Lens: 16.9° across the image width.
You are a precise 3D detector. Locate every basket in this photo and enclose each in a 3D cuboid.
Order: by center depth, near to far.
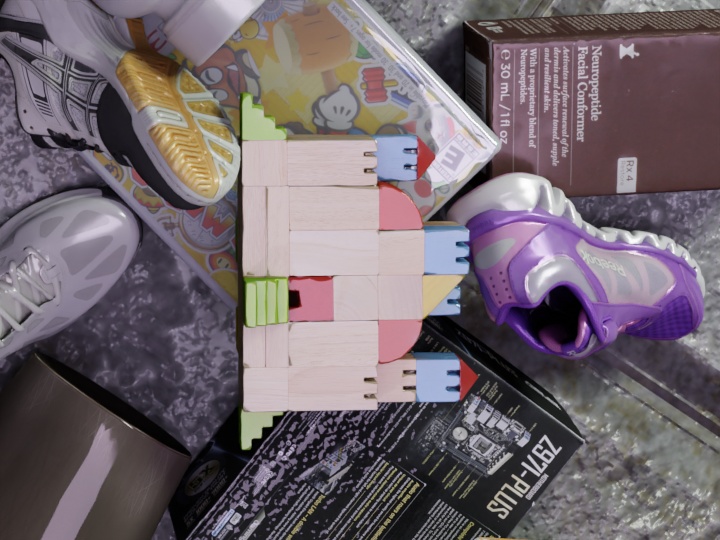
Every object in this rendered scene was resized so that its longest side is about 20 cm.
[{"bbox_3d":[-0.198,0.161,1.411,0.200,0.180,0.136,-56,139,0],"label":"basket"}]

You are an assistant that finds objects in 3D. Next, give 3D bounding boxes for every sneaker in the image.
[{"bbox_3d":[-0.141,-0.089,1.342,0.088,0.200,0.076,-50,144,18],"label":"sneaker"},{"bbox_3d":[-0.207,0.032,1.386,0.200,0.115,0.076,-33,109,0],"label":"sneaker"},{"bbox_3d":[0.132,0.017,1.429,0.080,0.089,0.200,-33,142,33],"label":"sneaker"}]

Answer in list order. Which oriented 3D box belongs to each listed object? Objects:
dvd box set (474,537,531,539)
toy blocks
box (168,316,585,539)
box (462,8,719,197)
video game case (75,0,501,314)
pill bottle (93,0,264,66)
[{"bbox_3d":[0.061,0.225,1.462,0.029,0.200,0.146,41,98,19],"label":"dvd box set"},{"bbox_3d":[0.000,0.000,1.355,0.136,0.100,0.201,-1,96,-6],"label":"toy blocks"},{"bbox_3d":[0.007,0.122,1.468,0.164,0.086,0.200,35,97,-18],"label":"box"},{"bbox_3d":[0.164,-0.099,1.441,0.199,0.075,0.100,-5,107,-11],"label":"box"},{"bbox_3d":[-0.051,-0.081,1.395,0.182,0.023,0.200,-44,94,11],"label":"video game case"},{"bbox_3d":[-0.131,-0.209,1.314,0.112,0.112,0.200,-45,96,4],"label":"pill bottle"}]
